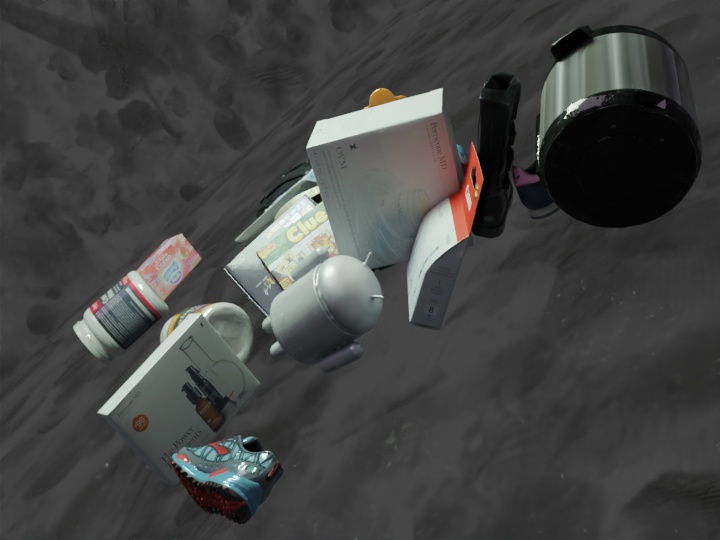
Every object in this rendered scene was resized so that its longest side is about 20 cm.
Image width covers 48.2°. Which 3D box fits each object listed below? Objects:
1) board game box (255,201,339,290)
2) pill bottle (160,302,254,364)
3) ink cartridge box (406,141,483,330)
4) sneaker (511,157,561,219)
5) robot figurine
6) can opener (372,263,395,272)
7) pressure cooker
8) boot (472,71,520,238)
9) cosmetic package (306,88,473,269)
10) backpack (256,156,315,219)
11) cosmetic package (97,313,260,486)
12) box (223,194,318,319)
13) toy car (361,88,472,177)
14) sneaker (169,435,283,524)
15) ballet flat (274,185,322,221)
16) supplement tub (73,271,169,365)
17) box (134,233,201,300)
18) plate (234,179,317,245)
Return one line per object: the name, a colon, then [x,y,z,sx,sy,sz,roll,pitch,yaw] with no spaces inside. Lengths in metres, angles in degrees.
board game box: [-0.068,-0.051,1.345,0.199,0.024,0.105,-38,62,-9]
pill bottle: [-0.276,0.120,1.419,0.117,0.117,0.198,-49,22,-28]
ink cartridge box: [0.104,-0.051,1.031,0.161,0.046,0.204,-85,7,-65]
sneaker: [0.283,-0.160,1.059,0.199,0.082,0.070,-42,20,-10]
robot figurine: [-0.048,0.056,1.124,0.199,0.172,0.112,-34,-21,29]
can opener: [0.000,0.000,1.256,0.078,0.064,0.201,-19,27,43]
pressure cooker: [0.289,-0.170,0.907,0.174,0.178,0.203,7,46,8]
boot: [0.182,-0.174,1.102,0.064,0.204,0.166,-1,36,7]
cosmetic package: [0.048,-0.126,1.158,0.195,0.203,0.124,-13,25,11]
backpack: [-0.117,-0.175,1.772,0.164,0.153,0.200,-49,0,-43]
cosmetic package: [-0.263,0.188,1.190,0.051,0.152,0.201,-9,36,55]
box: [-0.112,-0.012,1.377,0.200,0.051,0.158,-42,63,-10]
toy car: [0.078,-0.201,1.308,0.173,0.203,0.185,-14,25,18]
sneaker: [-0.163,0.252,1.008,0.095,0.081,0.198,-39,25,-31]
ballet flat: [-0.083,-0.120,1.502,0.198,0.067,0.063,-35,35,16]
supplement tub: [-0.577,0.114,1.948,0.199,0.141,0.140,-42,19,-10]
box: [-0.540,0.006,2.191,0.102,0.095,0.201,-15,31,49]
plate: [-0.128,-0.103,1.626,0.199,0.033,0.199,-40,-17,23]
